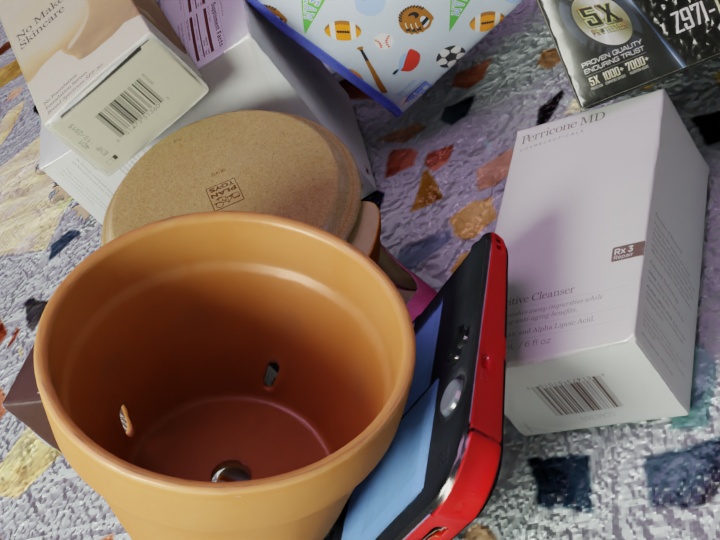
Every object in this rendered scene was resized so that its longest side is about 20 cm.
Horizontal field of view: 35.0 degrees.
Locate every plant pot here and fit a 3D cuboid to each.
[{"bbox_3d":[-0.073,0.083,0.650,0.200,0.140,0.200,2,44,-2],"label":"plant pot"}]

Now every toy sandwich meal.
[{"bbox_3d":[-0.079,-0.029,0.793,0.205,0.070,0.205,-7,51,9],"label":"toy sandwich meal"}]

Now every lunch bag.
[{"bbox_3d":[0.009,-0.250,0.887,0.170,0.200,0.124,-43,35,27],"label":"lunch bag"}]

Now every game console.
[{"bbox_3d":[0.027,0.095,0.662,0.200,0.031,0.177,125,159,-45],"label":"game console"}]

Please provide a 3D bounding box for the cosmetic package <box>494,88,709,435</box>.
[{"bbox_3d":[0.145,-0.006,0.704,0.113,0.081,0.200,-15,44,33],"label":"cosmetic package"}]

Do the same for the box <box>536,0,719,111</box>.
[{"bbox_3d":[0.234,-0.189,0.749,0.200,0.086,0.164,-20,6,26],"label":"box"}]

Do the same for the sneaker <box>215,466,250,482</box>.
[{"bbox_3d":[-0.076,0.218,0.685,0.077,0.078,0.200,-45,31,34],"label":"sneaker"}]

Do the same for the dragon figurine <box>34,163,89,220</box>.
[{"bbox_3d":[-0.265,-0.118,1.196,0.200,0.059,0.099,-28,39,18],"label":"dragon figurine"}]

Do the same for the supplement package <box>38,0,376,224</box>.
[{"bbox_3d":[-0.128,-0.119,0.961,0.200,0.191,0.147,-30,42,14],"label":"supplement package"}]

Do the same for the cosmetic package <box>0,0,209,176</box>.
[{"bbox_3d":[-0.201,-0.175,0.857,0.105,0.071,0.200,-40,48,6],"label":"cosmetic package"}]

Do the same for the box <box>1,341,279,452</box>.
[{"bbox_3d":[-0.158,0.092,0.853,0.200,0.100,0.075,-11,45,32],"label":"box"}]

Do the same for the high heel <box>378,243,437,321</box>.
[{"bbox_3d":[0.000,0.000,0.811,0.067,0.096,0.200,-39,36,1],"label":"high heel"}]
